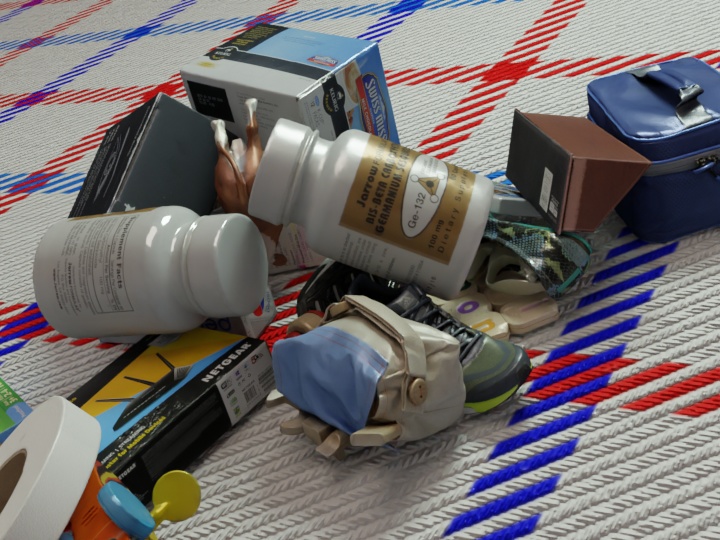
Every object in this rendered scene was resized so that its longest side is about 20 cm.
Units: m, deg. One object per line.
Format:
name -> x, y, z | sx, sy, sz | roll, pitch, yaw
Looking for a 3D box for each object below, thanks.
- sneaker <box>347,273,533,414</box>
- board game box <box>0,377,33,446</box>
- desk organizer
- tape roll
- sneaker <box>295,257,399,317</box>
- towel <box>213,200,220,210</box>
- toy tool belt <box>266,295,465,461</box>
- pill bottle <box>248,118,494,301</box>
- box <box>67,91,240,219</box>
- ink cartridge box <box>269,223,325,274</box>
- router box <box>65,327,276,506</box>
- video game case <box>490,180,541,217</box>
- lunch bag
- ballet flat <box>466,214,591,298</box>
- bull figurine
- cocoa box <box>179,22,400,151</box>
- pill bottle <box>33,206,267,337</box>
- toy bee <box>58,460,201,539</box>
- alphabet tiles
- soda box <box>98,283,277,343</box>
sneaker -> 0.056, 0.058, 0.924 | 0.198, 0.081, 0.074 | 15, 52, 42
board game box -> -0.414, 0.173, 1.034 | 0.199, 0.037, 0.151 | -33, 32, -26
desk organizer -> 0.200, -0.096, 1.037 | 0.076, 0.073, 0.200 | 3, 19, -8
tape roll -> -0.267, 0.188, 0.820 | 0.203, 0.037, 0.204 | -44, 21, 22
sneaker -> 0.000, 0.000, 1.071 | 0.079, 0.075, 0.200 | -6, 24, 41
towel -> -0.119, -0.113, 1.344 | 0.198, 0.022, 0.147 | -25, -1, -11
toy tool belt -> -0.019, 0.087, 0.884 | 0.198, 0.127, 0.122 | 12, 31, 44
pill bottle -> 0.008, -0.059, 0.964 | 0.198, 0.115, 0.115 | 20, 33, 0
box -> -0.236, -0.090, 1.213 | 0.199, 0.104, 0.150 | -8, 58, 61
ink cartridge box -> -0.066, -0.058, 1.226 | 0.197, 0.068, 0.117 | -10, 28, 14
router box -> -0.190, 0.126, 0.976 | 0.148, 0.052, 0.200 | 6, 35, 40
video game case -> 0.108, -0.086, 1.145 | 0.199, 0.018, 0.142 | 20, 13, 41
lunch bag -> 0.305, -0.129, 1.082 | 0.134, 0.134, 0.201 | -17, 27, 0
ballet flat -> 0.123, -0.017, 1.026 | 0.074, 0.075, 0.199 | -32, 27, -27
bull figurine -> -0.110, -0.077, 1.092 | 0.064, 0.200, 0.123 | -9, 70, -6
cocoa box -> -0.076, -0.179, 1.212 | 0.199, 0.135, 0.131 | 20, 46, 41
pill bottle -> -0.192, 0.001, 1.015 | 0.197, 0.116, 0.115 | -4, 30, 26
toy bee -> -0.166, 0.213, 0.771 | 0.130, 0.109, 0.201 | -38, 19, 16
alphabet tiles -> 0.110, 0.015, 1.056 | 0.193, 0.015, 0.200 | -22, 28, -5
soda box -> -0.189, 0.032, 1.131 | 0.197, 0.069, 0.064 | 0, 32, 28
